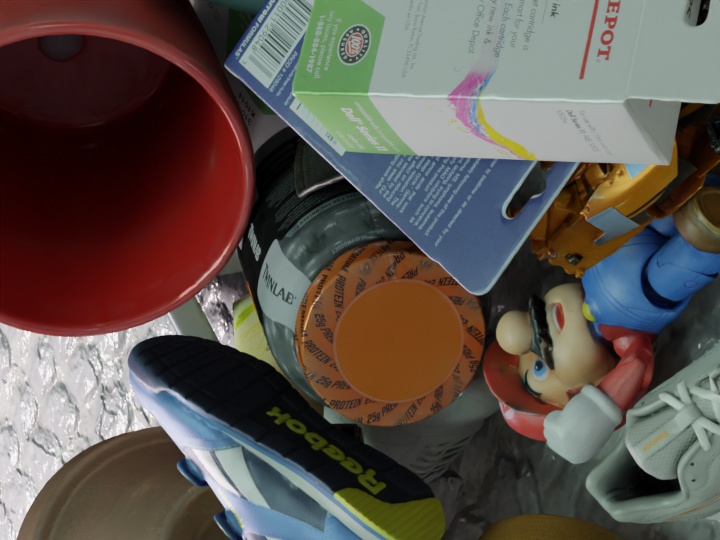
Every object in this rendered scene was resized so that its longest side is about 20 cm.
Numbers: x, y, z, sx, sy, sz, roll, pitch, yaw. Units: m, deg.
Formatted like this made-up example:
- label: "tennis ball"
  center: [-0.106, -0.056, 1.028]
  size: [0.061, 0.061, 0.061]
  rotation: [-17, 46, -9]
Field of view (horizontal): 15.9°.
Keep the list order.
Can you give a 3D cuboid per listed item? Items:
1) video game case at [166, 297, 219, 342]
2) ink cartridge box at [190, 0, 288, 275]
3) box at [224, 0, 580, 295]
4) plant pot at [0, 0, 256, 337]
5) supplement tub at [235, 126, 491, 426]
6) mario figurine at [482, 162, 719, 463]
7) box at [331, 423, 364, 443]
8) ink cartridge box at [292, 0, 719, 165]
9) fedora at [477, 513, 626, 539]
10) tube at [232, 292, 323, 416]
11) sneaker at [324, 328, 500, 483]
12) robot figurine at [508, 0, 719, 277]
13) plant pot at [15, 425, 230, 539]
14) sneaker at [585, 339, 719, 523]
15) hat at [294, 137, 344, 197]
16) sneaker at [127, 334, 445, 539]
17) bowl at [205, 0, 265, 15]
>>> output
- label: "video game case"
  center: [-0.133, -0.015, 1.614]
  size: [0.182, 0.023, 0.200]
  rotation: [58, 175, 44]
- label: "ink cartridge box"
  center: [-0.072, -0.113, 1.550]
  size: [0.146, 0.084, 0.200]
  rotation: [59, 142, 29]
- label: "box"
  center: [0.033, -0.088, 1.215]
  size: [0.200, 0.032, 0.121]
  rotation: [45, 107, 33]
- label: "plant pot"
  center: [-0.161, -0.093, 1.428]
  size: [0.178, 0.200, 0.201]
  rotation: [-102, 22, -54]
- label: "supplement tub"
  center: [0.000, 0.000, 1.382]
  size: [0.200, 0.122, 0.123]
  rotation: [-115, 26, -67]
- label: "mario figurine"
  center: [0.115, 0.012, 1.270]
  size: [0.106, 0.123, 0.200]
  rotation: [39, 131, 7]
- label: "box"
  center: [-0.001, 0.198, 1.456]
  size: [0.200, 0.021, 0.164]
  rotation: [81, -173, -65]
- label: "ink cartridge box"
  center: [0.082, -0.111, 1.127]
  size: [0.199, 0.067, 0.117]
  rotation: [4, 68, 26]
- label: "fedora"
  center: [0.099, 0.187, 1.348]
  size: [0.201, 0.200, 0.082]
  rotation: [-51, 18, 50]
- label: "tube"
  center: [-0.048, 0.056, 1.480]
  size: [0.200, 0.058, 0.052]
  rotation: [-89, 4, -57]
- label: "sneaker"
  center: [0.035, 0.084, 1.467]
  size: [0.200, 0.076, 0.081]
  rotation: [-12, 96, 65]
- label: "robot figurine"
  center: [0.146, -0.094, 1.184]
  size: [0.200, 0.058, 0.145]
  rotation: [-44, 38, 30]
- label: "plant pot"
  center: [-0.096, 0.184, 1.542]
  size: [0.175, 0.200, 0.201]
  rotation: [153, 104, -67]
- label: "sneaker"
  center: [0.177, 0.065, 1.213]
  size: [0.076, 0.092, 0.200]
  rotation: [60, 142, 26]
- label: "hat"
  center: [0.019, -0.125, 1.314]
  size: [0.081, 0.201, 0.200]
  rotation: [49, 151, -16]
- label: "sneaker"
  center: [-0.051, 0.108, 1.346]
  size: [0.200, 0.074, 0.082]
  rotation: [38, 124, 22]
- label: "bowl"
  center: [-0.030, -0.214, 1.397]
  size: [0.201, 0.105, 0.201]
  rotation: [-32, 39, 30]
